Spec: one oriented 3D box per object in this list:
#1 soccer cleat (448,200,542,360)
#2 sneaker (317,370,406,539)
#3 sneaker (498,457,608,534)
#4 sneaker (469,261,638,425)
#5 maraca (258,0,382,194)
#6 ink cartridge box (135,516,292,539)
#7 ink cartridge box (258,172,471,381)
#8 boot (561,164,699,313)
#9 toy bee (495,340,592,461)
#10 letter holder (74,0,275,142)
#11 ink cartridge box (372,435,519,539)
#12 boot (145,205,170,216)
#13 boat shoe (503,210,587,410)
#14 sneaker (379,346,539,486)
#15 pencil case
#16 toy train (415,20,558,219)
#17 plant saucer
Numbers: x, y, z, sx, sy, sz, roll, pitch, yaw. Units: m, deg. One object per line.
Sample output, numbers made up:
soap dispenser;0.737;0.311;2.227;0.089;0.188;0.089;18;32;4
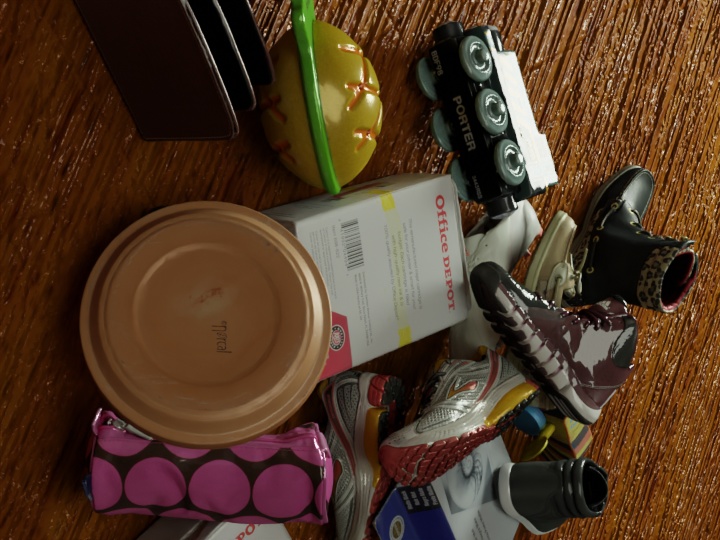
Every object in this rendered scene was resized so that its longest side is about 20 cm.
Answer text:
soccer cleat;0.125;0.006;1.279;0.077;0.069;0.201;39;62;-31
sneaker;-0.007;0.182;1.179;0.078;0.082;0.202;-37;135;-59
sneaker;0.222;0.242;1.320;0.200;0.098;0.071;34;55;-60
sneaker;0.197;0.044;1.204;0.115;0.076;0.200;-41;110;-9
maraca;-0.038;-0.163;1.074;0.106;0.137;0.201;-9;116;2
ink cartridge box;-0.116;0.298;1.079;0.146;0.084;0.201;-40;119;-31
ink cartridge box;0.000;0.000;1.151;0.199;0.083;0.146;-18;107;-39
boot;0.316;-0.033;1.379;0.204;0.153;0.074;-53;125;-24
toy bee;0.206;0.147;1.333;0.200;0.108;0.132;38;72;-37
letter holder;-0.140;-0.212;0.967;0.100;0.142;0.201;-40;119;-31
ink cartridge box;0.098;0.242;1.242;0.201;0.040;0.201;-58;137;-40
boot;-0.128;0.036;1.071;0.097;0.074;0.202;-28;103;-63
boat shoe;0.194;0.040;1.270;0.073;0.062;0.202;14;91;-76
sneaker;0.079;0.133;1.152;0.199;0.082;0.078;-24;155;-48
pencil case;-0.119;0.156;0.995;0.198;0.091;0.094;3;119;-7
toy train;0.128;-0.151;1.236;0.114;0.085;0.202;-15;86;-50
plant saucer;-0.120;0.038;0.976;0.198;0.032;0.202;2;71;-7
